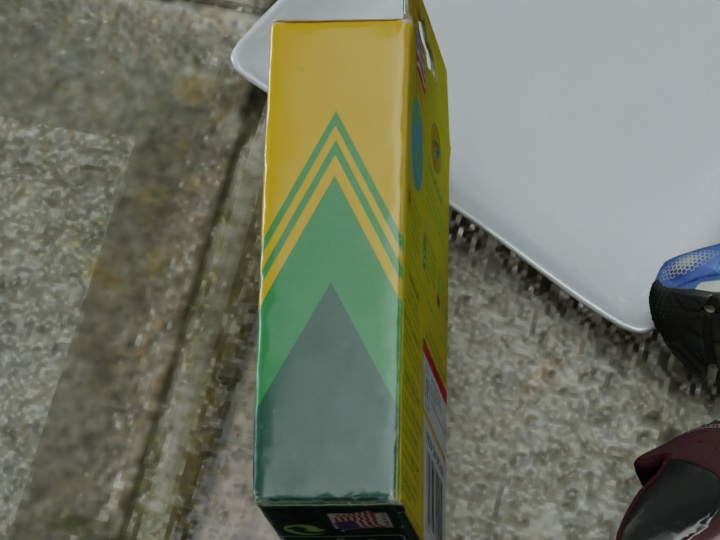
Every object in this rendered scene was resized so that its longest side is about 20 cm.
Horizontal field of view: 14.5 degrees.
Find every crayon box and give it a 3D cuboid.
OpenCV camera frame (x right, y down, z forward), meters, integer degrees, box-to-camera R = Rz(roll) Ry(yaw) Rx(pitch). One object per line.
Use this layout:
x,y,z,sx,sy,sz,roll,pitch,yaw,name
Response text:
0.000,0.000,0.974,0.051,0.127,0.201,-1,70,8,crayon box

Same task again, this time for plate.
0.086,-0.090,1.097,0.199,0.032,0.200,33,67,18,plate

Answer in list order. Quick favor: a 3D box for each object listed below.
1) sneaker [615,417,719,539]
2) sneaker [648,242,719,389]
0.148,0.132,0.957,0.115,0.076,0.200,-18,52,-3,sneaker
0.193,-0.016,1.036,0.199,0.079,0.089,-15,56,-17,sneaker
